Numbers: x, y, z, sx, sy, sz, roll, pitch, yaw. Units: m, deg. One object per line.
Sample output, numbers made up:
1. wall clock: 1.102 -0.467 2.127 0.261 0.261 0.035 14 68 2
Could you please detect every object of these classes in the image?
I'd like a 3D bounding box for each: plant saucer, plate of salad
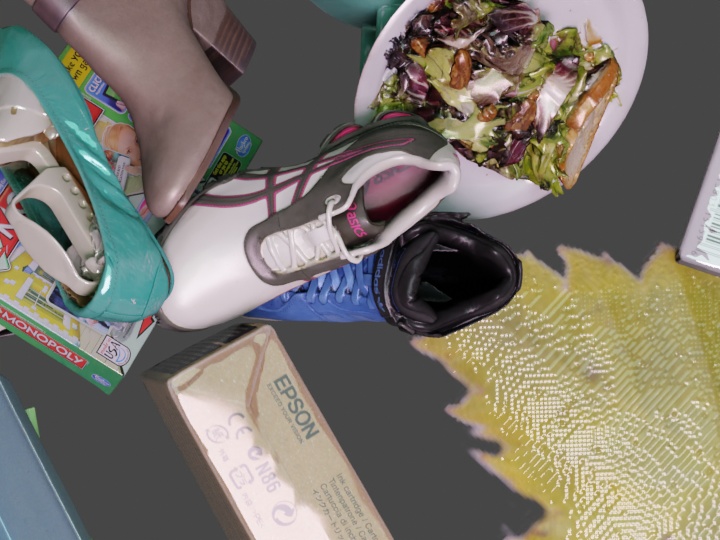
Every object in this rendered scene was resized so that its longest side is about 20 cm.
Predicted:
1. plant saucer: -0.194 0.160 1.351 0.070 0.019 0.200 -30 86 34
2. plate of salad: 0.091 -0.109 1.357 0.200 0.048 0.200 -14 131 -17

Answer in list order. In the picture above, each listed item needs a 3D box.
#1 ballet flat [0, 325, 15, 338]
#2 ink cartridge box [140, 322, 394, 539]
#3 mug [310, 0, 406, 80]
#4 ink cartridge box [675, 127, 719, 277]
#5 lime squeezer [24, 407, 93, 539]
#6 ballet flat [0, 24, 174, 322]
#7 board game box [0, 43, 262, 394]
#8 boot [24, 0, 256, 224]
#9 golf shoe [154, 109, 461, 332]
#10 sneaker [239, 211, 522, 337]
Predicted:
1. ballet flat: -0.195 0.016 1.352 0.200 0.068 0.068 -16 116 -6
2. ink cartridge box: -0.047 0.132 1.326 0.075 0.165 0.200 -30 95 -9
3. mug: 0.031 -0.214 1.362 0.152 0.114 0.185 -31 94 -7
4. ink cartridge box: 0.315 -0.072 1.419 0.173 0.044 0.200 19 87 6
5. lime squeezer: -0.155 0.176 1.375 0.200 0.038 0.071 44 87 -4
6. ballet flat: -0.178 -0.057 1.259 0.067 0.070 0.200 -42 73 36
7. board game box: -0.158 -0.040 1.328 0.135 0.029 0.200 33 53 -8
8. boot: -0.141 -0.132 1.317 0.146 0.200 0.070 36 126 -17
9. golf shoe: -0.035 -0.028 1.280 0.200 0.088 0.077 -32 110 -8
10. sneaker: 0.000 -0.001 1.359 0.200 0.111 0.077 4 90 -8
